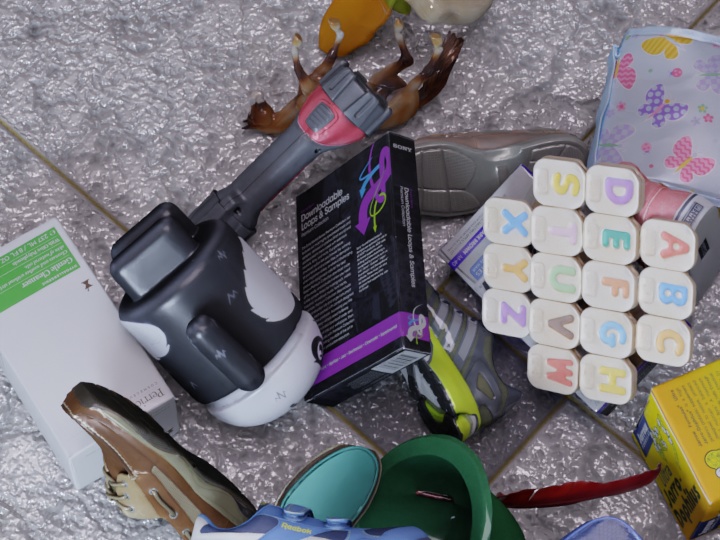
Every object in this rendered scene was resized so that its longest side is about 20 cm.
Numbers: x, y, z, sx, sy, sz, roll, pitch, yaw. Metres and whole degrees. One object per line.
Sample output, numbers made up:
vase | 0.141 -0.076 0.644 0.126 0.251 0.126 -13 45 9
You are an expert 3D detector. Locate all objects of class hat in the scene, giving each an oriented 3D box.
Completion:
hat | 0.113 0.232 1.599 0.175 0.199 0.167 19 69 -38

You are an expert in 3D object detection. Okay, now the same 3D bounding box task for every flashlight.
flashlight | -0.064 -0.094 1.698 0.200 0.068 0.068 -44 28 10

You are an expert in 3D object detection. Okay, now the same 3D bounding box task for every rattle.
rattle | 0.072 -0.268 1.835 0.130 0.143 0.200 34 36 14

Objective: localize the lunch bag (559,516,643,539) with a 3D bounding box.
lunch bag | 0.174 0.291 1.526 0.200 0.132 0.136 -34 74 -10

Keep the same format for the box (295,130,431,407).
box | 0.000 0.000 1.654 0.036 0.143 0.201 12 62 -34

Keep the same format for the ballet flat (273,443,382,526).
ballet flat | -0.058 0.222 1.588 0.067 0.062 0.200 41 73 -4

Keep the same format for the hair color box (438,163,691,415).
hair color box | 0.176 0.017 1.668 0.200 0.065 0.109 45 97 16

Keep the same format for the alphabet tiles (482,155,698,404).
alphabet tiles | 0.184 0.008 1.588 0.195 0.201 0.015 10 19 32

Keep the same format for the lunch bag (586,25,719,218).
lunch bag | 0.304 -0.113 1.716 0.199 0.127 0.170 15 68 -5

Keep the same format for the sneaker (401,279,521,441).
sneaker | 0.068 0.056 1.673 0.081 0.074 0.201 -15 67 -26

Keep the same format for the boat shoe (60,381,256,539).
boat shoe | -0.169 0.169 1.560 0.074 0.200 0.076 -48 31 -1

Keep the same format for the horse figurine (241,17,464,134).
horse figurine | 0.000 -0.170 1.749 0.199 0.133 0.050 -4 47 -17

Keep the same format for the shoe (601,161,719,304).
shoe | 0.255 -0.031 1.640 0.091 0.200 0.072 31 82 20

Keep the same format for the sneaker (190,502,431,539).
sneaker | -0.043 0.216 1.515 0.199 0.074 0.083 -8 66 -1

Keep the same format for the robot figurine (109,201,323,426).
robot figurine | -0.119 0.037 1.611 0.200 0.125 0.151 48 47 -17

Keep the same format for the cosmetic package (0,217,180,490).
cosmetic package | -0.249 0.071 1.644 0.107 0.085 0.200 -32 69 -16

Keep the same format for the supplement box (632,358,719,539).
supplement box | 0.345 0.127 1.616 0.199 0.109 0.110 -22 68 -10

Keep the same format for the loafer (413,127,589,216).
loafer | 0.106 -0.094 1.744 0.199 0.072 0.063 -5 24 -5
